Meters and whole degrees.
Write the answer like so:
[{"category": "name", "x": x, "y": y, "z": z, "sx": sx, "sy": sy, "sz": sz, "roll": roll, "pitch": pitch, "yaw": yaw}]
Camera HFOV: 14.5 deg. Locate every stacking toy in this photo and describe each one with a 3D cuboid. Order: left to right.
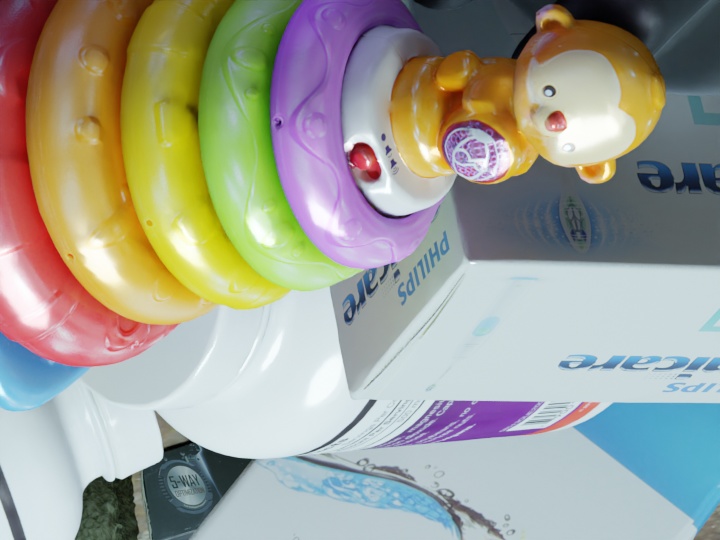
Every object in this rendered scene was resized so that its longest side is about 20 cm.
[{"category": "stacking toy", "x": -0.016, "y": -0.034, "z": 0.697, "sx": 0.200, "sy": 0.116, "sz": 0.110, "roll": -3, "pitch": -155, "yaw": 33}]

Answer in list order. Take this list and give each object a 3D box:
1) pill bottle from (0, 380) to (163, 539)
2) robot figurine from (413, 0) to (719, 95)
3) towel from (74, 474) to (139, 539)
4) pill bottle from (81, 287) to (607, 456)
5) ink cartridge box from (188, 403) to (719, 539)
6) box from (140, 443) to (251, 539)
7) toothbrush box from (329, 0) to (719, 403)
[{"category": "pill bottle", "x": -0.173, "y": 0.069, "z": 0.954, "sx": 0.200, "sy": 0.113, "sz": 0.113, "roll": -23, "pitch": 156, "yaw": -13}, {"category": "robot figurine", "x": 0.098, "y": -0.126, "z": 0.727, "sx": 0.125, "sy": 0.200, "sz": 0.150, "roll": 15, "pitch": 139, "yaw": 44}, {"category": "towel", "x": -0.157, "y": 0.084, "z": 1.068, "sx": 0.148, "sy": 0.200, "sz": 0.037, "roll": -12, "pitch": 117, "yaw": 0}, {"category": "pill bottle", "x": 0.000, "y": 0.000, "z": 0.895, "sx": 0.200, "sy": 0.113, "sz": 0.112, "roll": -1, "pitch": 155, "yaw": -48}, {"category": "ink cartridge box", "x": 0.026, "y": 0.108, "z": 1.074, "sx": 0.200, "sy": 0.146, "sz": 0.147, "roll": -52, "pitch": 176, "yaw": -15}, {"category": "box", "x": 0.019, "y": 0.105, "z": 1.314, "sx": 0.200, "sy": 0.044, "sz": 0.160, "roll": -18, "pitch": 153, "yaw": 14}, {"category": "toothbrush box", "x": 0.059, "y": -0.067, "z": 0.814, "sx": 0.146, "sy": 0.200, "sz": 0.085, "roll": 3, "pitch": 151, "yaw": -24}]
